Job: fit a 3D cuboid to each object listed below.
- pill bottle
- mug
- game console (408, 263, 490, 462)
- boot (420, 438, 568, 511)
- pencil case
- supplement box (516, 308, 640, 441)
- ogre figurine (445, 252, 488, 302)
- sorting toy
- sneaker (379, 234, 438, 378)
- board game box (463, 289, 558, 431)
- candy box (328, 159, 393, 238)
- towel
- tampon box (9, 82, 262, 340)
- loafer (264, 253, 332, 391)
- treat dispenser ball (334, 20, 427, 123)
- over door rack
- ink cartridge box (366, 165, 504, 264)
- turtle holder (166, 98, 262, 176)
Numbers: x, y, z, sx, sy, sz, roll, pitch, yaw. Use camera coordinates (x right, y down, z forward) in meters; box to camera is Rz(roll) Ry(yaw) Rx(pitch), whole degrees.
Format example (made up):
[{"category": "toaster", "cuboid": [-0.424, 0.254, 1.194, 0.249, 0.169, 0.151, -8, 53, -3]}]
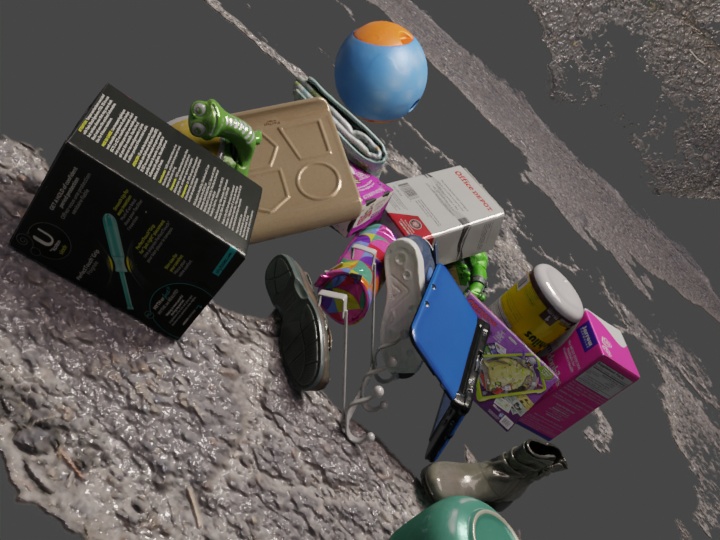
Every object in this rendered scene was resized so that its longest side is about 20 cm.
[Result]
[{"category": "pill bottle", "cuboid": [0.260, 0.091, 1.156, 0.108, 0.200, 0.111, 31, 32, -23]}, {"category": "mug", "cuboid": [0.120, 0.324, 0.779, 0.153, 0.114, 0.185, 48, 30, 3]}, {"category": "game console", "cuboid": [0.104, 0.123, 0.968, 0.116, 0.173, 0.201, 27, 33, 4]}, {"category": "boot", "cuboid": [0.178, 0.257, 0.919, 0.197, 0.131, 0.069, 17, 39, -41]}, {"category": "pencil case", "cuboid": [0.000, 0.000, 1.044, 0.088, 0.088, 0.200, 44, 28, -4]}, {"category": "supplement box", "cuboid": [0.342, 0.176, 1.162, 0.102, 0.200, 0.103, 29, 33, -27]}, {"category": "ogre figurine", "cuboid": [0.157, -0.033, 1.282, 0.196, 0.100, 0.120, 21, 37, 20]}, {"category": "sorting toy", "cuboid": [-0.108, -0.145, 1.011, 0.180, 0.037, 0.204, -13, 69, -12]}, {"category": "sneaker", "cuboid": [0.083, 0.049, 1.052, 0.146, 0.078, 0.206, -2, 91, -70]}, {"category": "board game box", "cuboid": [0.200, 0.143, 1.098, 0.200, 0.120, 0.032, 43, 12, -8]}, {"category": "candy box", "cuboid": [-0.061, -0.143, 1.101, 0.198, 0.062, 0.136, 34, 27, 12]}, {"category": "towel", "cuboid": [-0.039, -0.227, 1.197, 0.200, 0.048, 0.171, 46, -10, 4]}, {"category": "tampon box", "cuboid": [-0.228, -0.059, 0.740, 0.198, 0.150, 0.128, 34, 32, -22]}, {"category": "loafer", "cuboid": [-0.067, 0.064, 0.894, 0.062, 0.072, 0.203, 23, 35, -44]}, {"category": "treat dispenser ball", "cuboid": [0.042, -0.414, 1.472, 0.199, 0.201, 0.203, 32, 32, -23]}, {"category": "over door rack", "cuboid": [0.012, 0.089, 0.874, 0.148, 0.065, 0.205, -55, 139, -61]}, {"category": "ink cartridge box", "cuboid": [0.125, -0.088, 1.202, 0.196, 0.085, 0.145, -17, 51, -24]}, {"category": "turtle holder", "cuboid": [-0.191, -0.118, 0.844, 0.129, 0.145, 0.185, 13, -1, -23]}]
